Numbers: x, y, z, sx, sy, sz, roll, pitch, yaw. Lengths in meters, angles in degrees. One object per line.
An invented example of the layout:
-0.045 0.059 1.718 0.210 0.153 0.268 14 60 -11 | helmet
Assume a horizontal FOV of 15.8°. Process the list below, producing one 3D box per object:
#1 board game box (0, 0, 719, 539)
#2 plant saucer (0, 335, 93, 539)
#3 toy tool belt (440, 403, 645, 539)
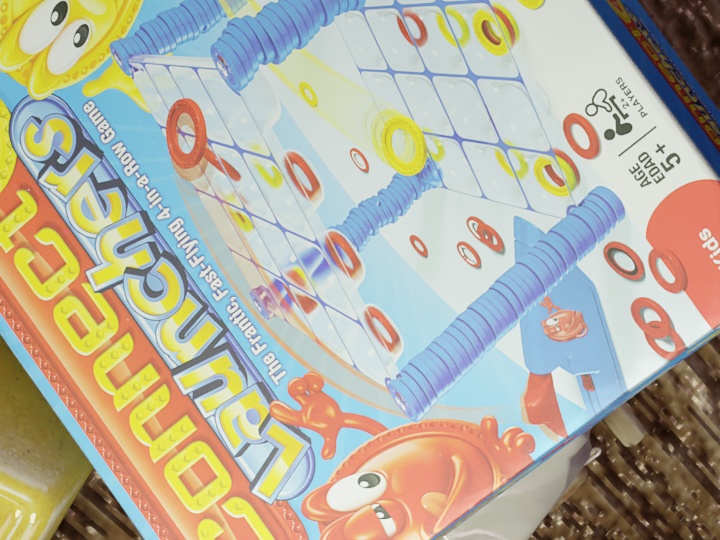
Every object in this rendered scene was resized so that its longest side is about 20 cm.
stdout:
-0.010 -0.024 0.729 0.196 0.056 0.200 -39 84 19 | board game box
-0.182 0.091 0.738 0.200 0.048 0.201 30 91 -37 | plant saucer
0.000 0.000 0.825 0.125 0.200 0.123 -54 169 18 | toy tool belt
